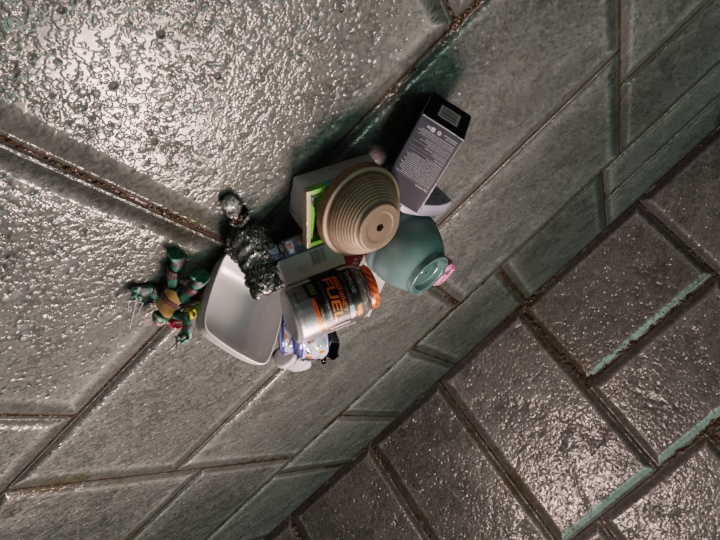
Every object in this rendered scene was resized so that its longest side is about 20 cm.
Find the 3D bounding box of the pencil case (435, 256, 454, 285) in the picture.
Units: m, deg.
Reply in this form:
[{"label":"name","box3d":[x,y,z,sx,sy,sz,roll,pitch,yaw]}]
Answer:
[{"label":"pencil case","box3d":[0.172,-0.050,1.625,0.082,0.201,0.087,-14,145,-42]}]

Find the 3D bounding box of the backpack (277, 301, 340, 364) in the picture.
[{"label":"backpack","box3d":[-0.126,0.122,1.396,0.150,0.206,0.190,-6,170,-17]}]

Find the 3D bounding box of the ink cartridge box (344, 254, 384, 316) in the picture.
[{"label":"ink cartridge box","box3d":[0.000,0.000,1.533,0.204,0.083,0.175,-65,152,-1]}]

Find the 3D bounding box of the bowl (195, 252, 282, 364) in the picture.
[{"label":"bowl","box3d":[-0.263,0.087,1.267,0.073,0.204,0.199,-15,140,37]}]

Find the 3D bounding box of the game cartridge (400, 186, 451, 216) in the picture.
[{"label":"game cartridge","box3d":[0.131,-0.186,1.430,0.197,0.133,0.041,-7,134,-47]}]

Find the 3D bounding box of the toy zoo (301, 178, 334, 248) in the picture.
[{"label":"toy zoo","box3d":[-0.035,-0.135,1.233,0.197,0.020,0.134,-22,133,-31]}]

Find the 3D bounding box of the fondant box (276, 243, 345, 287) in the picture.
[{"label":"fondant box","box3d":[-0.120,-0.005,1.354,0.141,0.060,0.200,-21,176,-12]}]

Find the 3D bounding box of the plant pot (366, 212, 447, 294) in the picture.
[{"label":"plant pot","box3d":[0.130,-0.031,1.441,0.198,0.135,0.202,-32,152,-20]}]

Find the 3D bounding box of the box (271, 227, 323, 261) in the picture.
[{"label":"box","box3d":[-0.112,-0.071,1.315,0.197,0.039,0.136,-24,-173,-31]}]

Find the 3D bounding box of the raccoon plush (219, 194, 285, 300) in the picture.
[{"label":"raccoon plush","box3d":[-0.225,-0.032,1.164,0.095,0.135,0.201,-31,142,3]}]

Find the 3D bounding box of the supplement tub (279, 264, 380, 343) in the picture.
[{"label":"supplement tub","box3d":[-0.064,0.066,1.260,0.196,0.124,0.124,-21,150,-20]}]

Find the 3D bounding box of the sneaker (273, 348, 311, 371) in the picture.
[{"label":"sneaker","box3d":[-0.163,0.236,1.787,0.197,0.076,0.115,-33,155,-1]}]

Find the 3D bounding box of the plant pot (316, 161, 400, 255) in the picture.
[{"label":"plant pot","box3d":[0.015,-0.109,1.206,0.197,0.092,0.205,-22,131,-28]}]

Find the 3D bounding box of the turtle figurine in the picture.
[{"label":"turtle figurine","box3d":[-0.384,0.062,1.180,0.202,0.148,0.101,-53,-166,23]}]

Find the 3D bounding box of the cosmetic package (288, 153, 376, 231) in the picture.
[{"label":"cosmetic package","box3d":[-0.052,-0.171,1.279,0.197,0.072,0.103,-23,151,-29]}]

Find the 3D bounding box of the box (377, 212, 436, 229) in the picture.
[{"label":"box","box3d":[0.103,-0.136,1.510,0.075,0.101,0.198,-48,154,20]}]

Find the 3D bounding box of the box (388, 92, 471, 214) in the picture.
[{"label":"box","box3d":[0.142,-0.256,1.291,0.202,0.105,0.149,-59,-177,35]}]

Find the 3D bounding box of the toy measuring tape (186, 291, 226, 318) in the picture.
[{"label":"toy measuring tape","box3d":[-0.301,0.067,1.327,0.197,0.074,0.074,-21,150,-41]}]
